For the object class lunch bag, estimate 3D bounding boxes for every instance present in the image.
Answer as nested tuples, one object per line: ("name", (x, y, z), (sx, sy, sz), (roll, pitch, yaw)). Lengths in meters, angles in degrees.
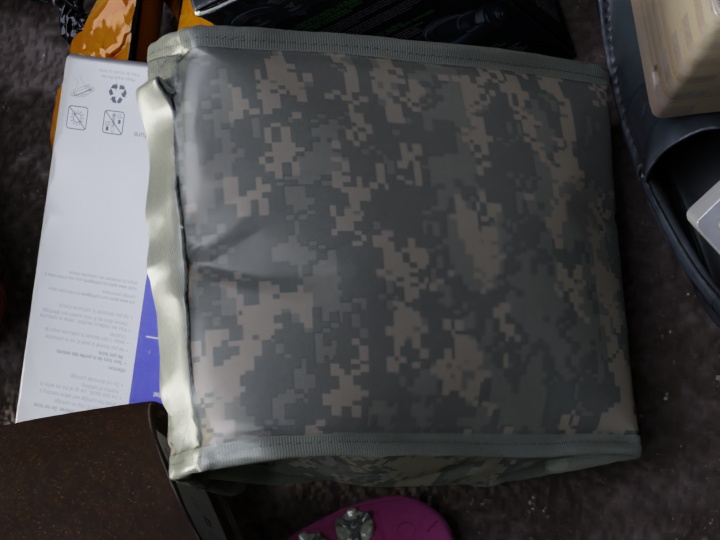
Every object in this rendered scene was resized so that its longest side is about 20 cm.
("lunch bag", (0.000, 0.000, 0.722), (0.117, 0.198, 0.166), (-19, 71, 51))

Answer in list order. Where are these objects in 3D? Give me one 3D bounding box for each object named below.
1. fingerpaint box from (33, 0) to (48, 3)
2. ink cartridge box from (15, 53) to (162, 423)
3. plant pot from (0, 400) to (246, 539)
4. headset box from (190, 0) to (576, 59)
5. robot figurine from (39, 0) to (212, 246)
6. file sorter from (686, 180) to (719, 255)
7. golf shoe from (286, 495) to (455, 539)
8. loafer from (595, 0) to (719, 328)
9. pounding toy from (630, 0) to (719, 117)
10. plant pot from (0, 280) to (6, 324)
("fingerpaint box", (-0.214, -0.254, 0.960), (0.165, 0.073, 0.202), (14, 87, 28))
("ink cartridge box", (-0.092, 0.012, 0.813), (0.098, 0.039, 0.202), (9, 90, 18))
("plant pot", (-0.145, 0.138, 0.730), (0.199, 0.187, 0.188), (-29, 68, 3))
("headset box", (-0.008, -0.173, 0.767), (0.092, 0.200, 0.176), (-23, 72, 21))
("robot figurine", (-0.087, -0.099, 0.875), (0.144, 0.058, 0.202), (7, 85, 28))
("file sorter", (0.230, 0.018, 0.589), (0.139, 0.125, 0.200), (-43, 104, 7))
("golf shoe", (-0.032, 0.182, 0.791), (0.075, 0.092, 0.200), (37, 76, 26))
("loafer", (0.140, -0.053, 0.740), (0.068, 0.070, 0.202), (-27, 69, 22))
("pounding toy", (0.155, -0.159, 0.707), (0.198, 0.142, 0.186), (-7, 76, -5))
("plant pot", (-0.279, -0.026, 0.898), (0.200, 0.200, 0.196), (-40, 74, 15))
